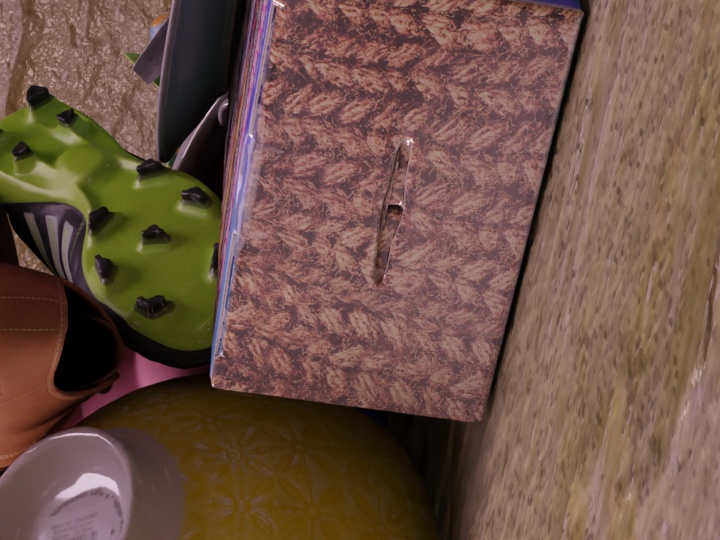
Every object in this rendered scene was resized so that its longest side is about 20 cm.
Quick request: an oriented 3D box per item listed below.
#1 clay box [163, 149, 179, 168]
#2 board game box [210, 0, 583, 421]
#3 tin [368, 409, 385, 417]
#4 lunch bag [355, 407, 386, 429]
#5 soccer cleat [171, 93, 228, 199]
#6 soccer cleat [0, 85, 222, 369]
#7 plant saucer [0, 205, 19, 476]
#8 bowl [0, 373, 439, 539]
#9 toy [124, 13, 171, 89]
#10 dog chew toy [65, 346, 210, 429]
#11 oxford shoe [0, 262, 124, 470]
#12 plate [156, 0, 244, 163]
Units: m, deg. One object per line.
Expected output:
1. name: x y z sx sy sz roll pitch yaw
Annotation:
1. clay box: -0.065 -0.048 1.322 0.200 0.114 0.048 -126 45 -80
2. board game box: 0.007 -0.074 0.785 0.201 0.096 0.161 -92 11 -56
3. tin: 0.000 0.000 1.032 0.112 0.041 0.202 -102 20 -61
4. lunch bag: -0.046 0.170 0.903 0.200 0.126 0.171 -46 33 50
5. soccer cleat: -0.032 -0.084 1.067 0.201 0.069 0.086 -60 -13 -18
6. soccer cleat: -0.093 -0.007 0.888 0.200 0.067 0.081 40 159 48
7. plant saucer: -0.166 0.052 0.943 0.200 0.029 0.202 -3 -90 -90
8. bowl: -0.080 0.115 0.804 0.108 0.199 0.202 39 -137 -42
9. toy: -0.047 -0.172 1.073 0.201 0.047 0.115 -53 -10 -2
10. dog chew toy: -0.075 0.058 0.992 0.200 0.123 0.126 128 150 -59
11. oxford shoe: -0.121 0.038 0.823 0.200 0.071 0.072 87 180 -82
12. plate: -0.055 -0.142 0.906 0.200 0.025 0.202 -169 90 -87
